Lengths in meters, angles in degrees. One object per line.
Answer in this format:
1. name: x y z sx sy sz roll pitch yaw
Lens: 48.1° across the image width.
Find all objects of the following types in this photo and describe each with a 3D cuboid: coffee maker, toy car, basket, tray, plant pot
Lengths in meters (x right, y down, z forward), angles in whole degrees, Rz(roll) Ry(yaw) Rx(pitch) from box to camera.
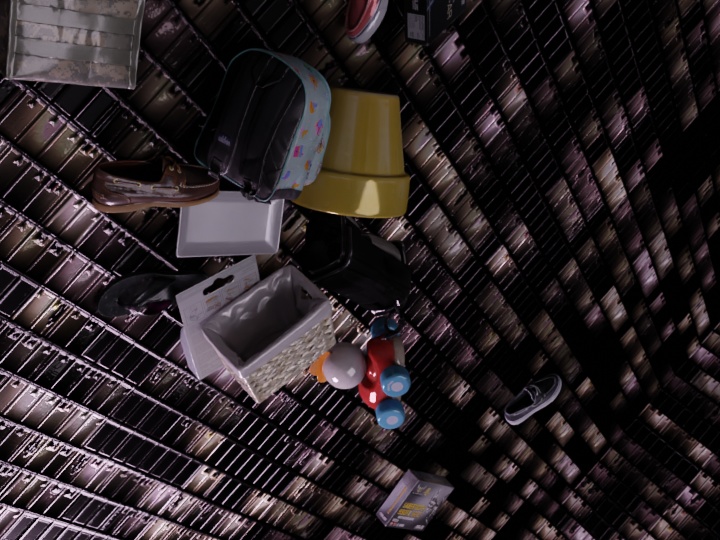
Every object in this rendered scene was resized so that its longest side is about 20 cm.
1. coffee maker: 0.000 0.000 1.477 0.135 0.193 0.199 -42 141 19
2. toy car: -0.010 0.213 1.687 0.196 0.185 0.179 1 126 -8
3. basket: -0.151 0.112 1.401 0.199 0.135 0.124 -37 141 -18
4. tray: -0.216 -0.079 1.335 0.198 0.022 0.109 -3 106 -41
5. plant pot: -0.011 -0.200 1.326 0.199 0.200 0.192 -4 107 -40

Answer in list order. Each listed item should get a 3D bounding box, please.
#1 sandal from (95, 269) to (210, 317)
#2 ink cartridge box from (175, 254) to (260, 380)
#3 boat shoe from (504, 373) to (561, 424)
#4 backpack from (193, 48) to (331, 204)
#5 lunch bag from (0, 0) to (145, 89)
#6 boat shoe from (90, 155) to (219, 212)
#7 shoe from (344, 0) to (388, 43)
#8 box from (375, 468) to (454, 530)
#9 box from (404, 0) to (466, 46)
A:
1. sandal: -0.329 0.038 1.314 0.198 0.048 0.076 -11 128 -38
2. ink cartridge box: -0.245 0.075 1.421 0.161 0.057 0.202 -30 131 -26
3. boat shoe: 0.490 0.356 2.301 0.199 0.072 0.068 -34 140 -7
4. backpack: -0.131 -0.222 1.200 0.153 0.175 0.202 -18 134 -54
5. lunch bag: -0.347 -0.331 0.963 0.162 0.117 0.203 -4 117 -39
6. boat shoe: -0.297 -0.133 1.193 0.198 0.070 0.071 -13 133 -35
7. shoe: 0.003 -0.455 1.223 0.090 0.071 0.203 10 108 -44
8. box: 0.153 0.633 2.217 0.159 0.048 0.199 -54 140 6
9. box: 0.120 -0.484 1.276 0.161 0.043 0.202 -50 148 -41
